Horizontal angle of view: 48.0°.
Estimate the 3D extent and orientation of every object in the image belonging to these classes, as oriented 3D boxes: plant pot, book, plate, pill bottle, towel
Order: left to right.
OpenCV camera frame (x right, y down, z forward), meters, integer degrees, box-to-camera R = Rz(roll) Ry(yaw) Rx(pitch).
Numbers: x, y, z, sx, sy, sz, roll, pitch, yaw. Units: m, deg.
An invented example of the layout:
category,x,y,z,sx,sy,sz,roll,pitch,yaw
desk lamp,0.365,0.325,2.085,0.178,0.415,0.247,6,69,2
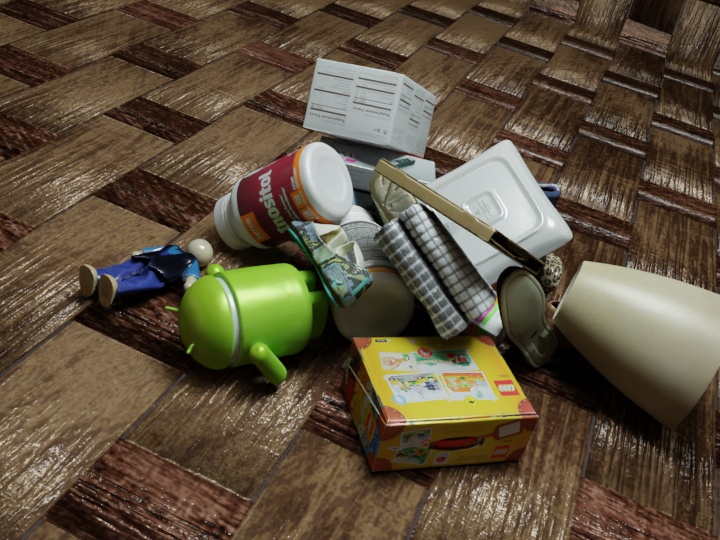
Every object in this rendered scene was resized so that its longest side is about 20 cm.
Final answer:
category,x,y,z,sx,sy,sz,roll,pitch,yaw
pill bottle,-0.116,-0.099,1.178,0.197,0.114,0.113,-20,16,33
pill bottle,0.000,0.000,1.146,0.114,0.118,0.201,3,35,-17
towel,0.097,-0.002,1.059,0.167,0.085,0.200,53,9,4
book,0.145,0.033,1.222,0.198,0.049,0.133,28,37,24
plate,0.183,-0.084,1.206,0.197,0.032,0.202,-28,64,2
plant pot,0.368,0.076,1.089,0.198,0.190,0.187,29,35,12

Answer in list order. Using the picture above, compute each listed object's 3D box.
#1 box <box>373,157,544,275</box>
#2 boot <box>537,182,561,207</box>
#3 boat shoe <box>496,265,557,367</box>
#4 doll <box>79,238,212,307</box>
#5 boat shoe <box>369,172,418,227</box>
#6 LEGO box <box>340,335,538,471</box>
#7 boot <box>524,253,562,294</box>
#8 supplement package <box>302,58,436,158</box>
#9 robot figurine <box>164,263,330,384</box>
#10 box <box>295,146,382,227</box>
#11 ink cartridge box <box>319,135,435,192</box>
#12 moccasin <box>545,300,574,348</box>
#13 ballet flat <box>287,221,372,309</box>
category,x,y,z,sx,sy,sz,roll,pitch,yaw
box,0.127,-0.068,1.030,0.199,0.022,0.162,37,8,36
boot,0.264,-0.116,1.445,0.196,0.092,0.073,-4,36,-26
boat shoe,0.212,0.058,1.094,0.072,0.201,0.068,-40,49,-7
doll,-0.277,-0.001,1.105,0.135,0.049,0.199,22,26,29
boat shoe,0.075,-0.052,1.195,0.071,0.066,0.203,-28,82,-6
LEGO box,0.092,0.156,0.985,0.196,0.078,0.150,1,35,-20
boot,0.240,-0.027,1.309,0.148,0.074,0.200,25,8,-2
supplement package,0.020,-0.264,1.343,0.153,0.113,0.199,15,6,19
robot figurine,-0.138,0.056,1.011,0.197,0.117,0.176,-9,44,-31
box,-0.039,-0.109,1.323,0.196,0.088,0.164,18,32,6
ink cartridge box,0.026,-0.183,1.342,0.195,0.044,0.175,12,32,-4
moccasin,0.351,0.073,1.205,0.197,0.079,0.074,7,30,-20
ballet flat,-0.036,-0.020,1.053,0.073,0.076,0.201,-3,32,-24
